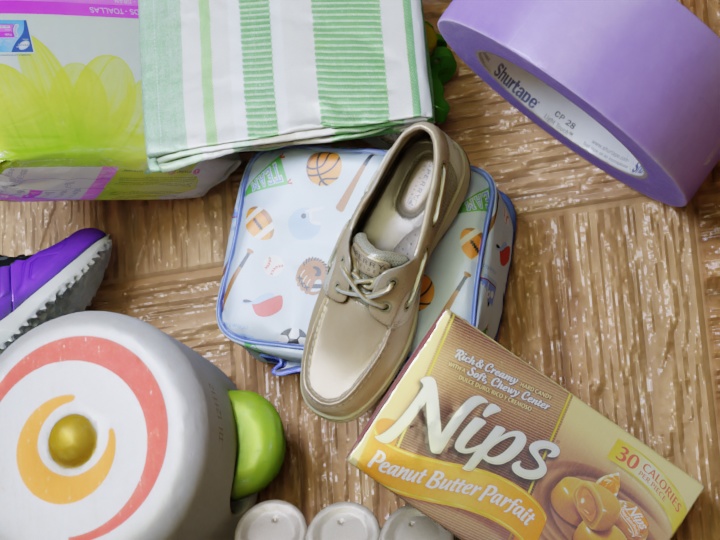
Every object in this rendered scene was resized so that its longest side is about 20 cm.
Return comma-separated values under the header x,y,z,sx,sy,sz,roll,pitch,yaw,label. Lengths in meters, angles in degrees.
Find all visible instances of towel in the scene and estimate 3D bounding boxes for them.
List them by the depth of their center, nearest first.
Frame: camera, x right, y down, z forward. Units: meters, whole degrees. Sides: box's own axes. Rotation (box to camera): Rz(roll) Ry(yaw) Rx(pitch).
x,y,z,sx,sy,sz,roll,pitch,yaw,label
-0.052,-0.147,1.498,0.198,0.023,0.154,-8,64,8,towel

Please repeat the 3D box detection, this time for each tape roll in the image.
x,y,z,sx,sy,sz,roll,pitch,yaw,label
0.152,-0.133,1.413,0.199,0.200,0.085,36,88,24,tape roll

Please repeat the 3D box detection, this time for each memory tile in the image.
x,y,z,sx,sy,sz,roll,pitch,yaw,label
-0.018,0.238,1.397,0.152,0.017,0.201,-1,56,12,memory tile

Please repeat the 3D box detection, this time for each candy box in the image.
x,y,z,sx,sy,sz,roll,pitch,yaw,label
0.103,0.128,1.396,0.199,0.055,0.116,34,86,3,candy box

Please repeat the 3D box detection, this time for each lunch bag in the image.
x,y,z,sx,sy,sz,roll,pitch,yaw,label
0.000,0.000,1.493,0.198,0.076,0.162,6,79,19,lunch bag

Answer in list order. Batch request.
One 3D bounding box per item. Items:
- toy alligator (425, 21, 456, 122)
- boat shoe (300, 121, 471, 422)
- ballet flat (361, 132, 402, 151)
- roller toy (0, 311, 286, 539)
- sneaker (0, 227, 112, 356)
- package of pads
x,y,z,sx,sy,sz,roll,pitch,yaw,label
0.011,-0.179,1.556,0.054,0.060,0.200,-23,59,-36,toy alligator
0.009,0.000,1.418,0.072,0.065,0.201,24,87,20,boat shoe
-0.035,-0.150,1.541,0.200,0.067,0.047,39,106,31,ballet flat
-0.171,0.128,1.475,0.182,0.140,0.200,38,89,24,roller toy
-0.260,0.016,1.527,0.099,0.070,0.200,37,53,12,sneaker
-0.189,-0.125,1.529,0.068,0.199,0.156,-37,63,49,package of pads
